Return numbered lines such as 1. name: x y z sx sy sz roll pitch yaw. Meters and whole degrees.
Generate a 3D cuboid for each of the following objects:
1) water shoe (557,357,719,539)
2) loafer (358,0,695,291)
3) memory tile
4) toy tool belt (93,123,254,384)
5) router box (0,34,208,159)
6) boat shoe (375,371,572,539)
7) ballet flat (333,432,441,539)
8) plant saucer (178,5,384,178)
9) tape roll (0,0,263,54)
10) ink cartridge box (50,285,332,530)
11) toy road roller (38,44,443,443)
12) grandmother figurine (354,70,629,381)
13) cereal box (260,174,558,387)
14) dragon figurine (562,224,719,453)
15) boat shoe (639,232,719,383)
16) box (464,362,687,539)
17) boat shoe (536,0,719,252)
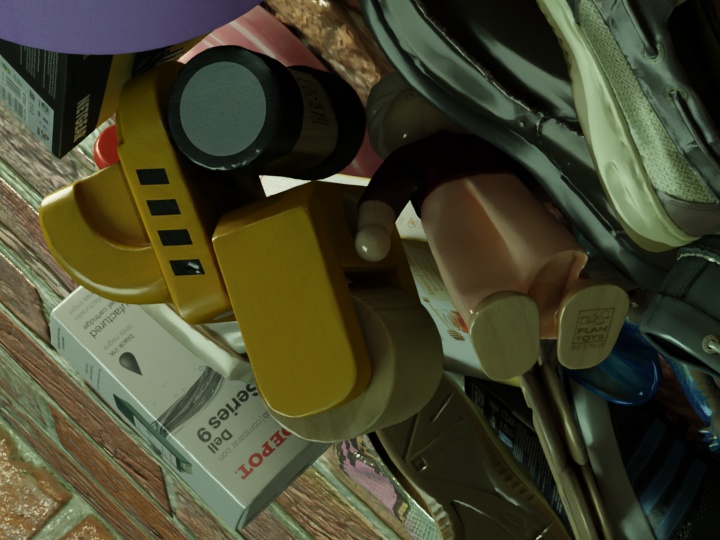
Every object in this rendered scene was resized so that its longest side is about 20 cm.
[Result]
1. water shoe: 0.162 0.110 0.926 0.072 0.079 0.200 43 -151 -86
2. loafer: 0.085 -0.081 0.717 0.200 0.073 0.071 41 141 -8
3. memory tile: 0.103 0.099 0.875 0.153 0.017 0.200 -106 -4 -57
4. toy tool belt: -0.104 -0.001 1.193 0.200 0.125 0.123 40 152 21
5. router box: -0.094 -0.147 0.813 0.052 0.157 0.200 46 162 4
6. boat shoe: 0.075 0.141 0.989 0.200 0.072 0.065 59 -169 15
7. ballet flat: 0.052 0.129 1.075 0.200 0.069 0.071 37 138 42
8. plant saucer: -0.065 -0.082 1.050 0.200 0.051 0.201 40 160 18
9. tape roll: -0.102 -0.186 0.682 0.200 0.200 0.066 44 162 9
10. ink cartridge box: -0.104 0.065 1.286 0.200 0.146 0.084 44 160 7
11. toy road roller: -0.061 -0.004 0.850 0.200 0.146 0.123 69 -162 6
12. grandmother figurine: 0.053 -0.032 0.804 0.200 0.121 0.061 -120 37 -50
13. cereal box: 0.000 0.000 0.981 0.200 0.040 0.144 10 152 34
14. dragon figurine: 0.125 0.024 0.835 0.200 0.059 0.099 24 151 50
15. boat shoe: 0.179 0.071 0.702 0.200 0.062 0.073 53 163 -18
16. box: 0.132 0.137 1.068 0.161 0.049 0.200 42 160 23
17. boat shoe: 0.100 -0.104 0.629 0.065 0.073 0.200 -13 112 33
